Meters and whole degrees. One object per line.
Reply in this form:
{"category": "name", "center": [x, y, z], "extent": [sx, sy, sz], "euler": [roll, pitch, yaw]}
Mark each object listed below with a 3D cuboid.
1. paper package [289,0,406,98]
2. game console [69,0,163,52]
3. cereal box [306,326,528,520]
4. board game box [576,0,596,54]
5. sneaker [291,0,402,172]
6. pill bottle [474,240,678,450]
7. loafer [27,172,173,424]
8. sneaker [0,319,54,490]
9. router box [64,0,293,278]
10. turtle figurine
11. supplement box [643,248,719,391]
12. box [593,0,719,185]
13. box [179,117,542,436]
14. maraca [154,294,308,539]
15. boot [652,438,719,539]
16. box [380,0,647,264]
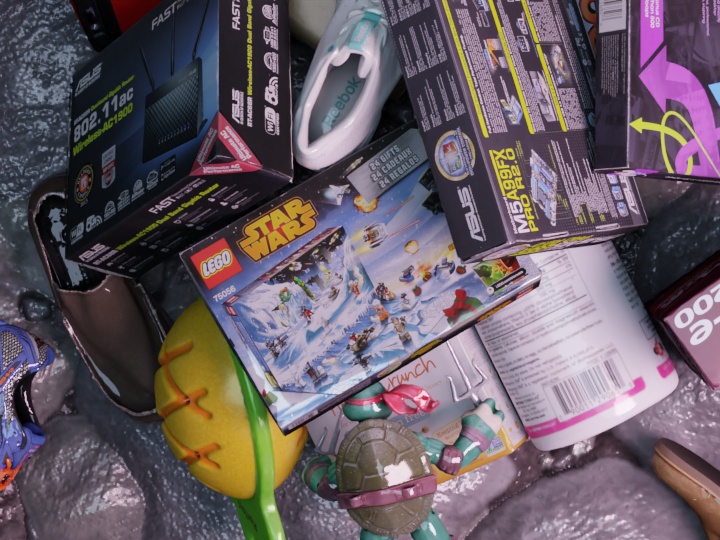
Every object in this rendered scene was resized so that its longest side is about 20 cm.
{"category": "paper package", "center": [-0.003, -0.251, 1.333], "extent": [0.200, 0.103, 0.191], "euler": [37, 95, 2]}
{"category": "game console", "center": [-0.160, -0.247, 1.288], "extent": [0.119, 0.200, 0.173], "euler": [-24, 63, -7]}
{"category": "cereal box", "center": [0.013, 0.061, 1.350], "extent": [0.144, 0.040, 0.200], "euler": [-27, 90, 26]}
{"category": "board game box", "center": [0.198, -0.185, 1.328], "extent": [0.135, 0.034, 0.200], "euler": [-6, 91, -18]}
{"category": "sneaker", "center": [0.008, -0.158, 1.241], "extent": [0.075, 0.088, 0.200], "euler": [22, 93, 5]}
{"category": "pill bottle", "center": [0.131, 0.014, 1.323], "extent": [0.113, 0.113, 0.200], "euler": [-26, 89, 5]}
{"category": "loafer", "center": [-0.192, 0.024, 1.371], "extent": [0.073, 0.071, 0.200], "euler": [-30, 89, 5]}
{"category": "sneaker", "center": [-0.273, 0.132, 1.382], "extent": [0.078, 0.075, 0.200], "euler": [10, 94, 1]}
{"category": "router box", "center": [-0.126, -0.100, 1.287], "extent": [0.062, 0.200, 0.150], "euler": [17, 60, -35]}
{"category": "turtle figurine", "center": [0.021, 0.143, 1.282], "extent": [0.149, 0.101, 0.200], "euler": [-9, 94, 23]}
{"category": "supplement box", "center": [0.254, 0.019, 1.269], "extent": [0.109, 0.200, 0.061], "euler": [-36, 89, 4]}
{"category": "box", "center": [0.237, -0.131, 1.282], "extent": [0.036, 0.200, 0.143], "euler": [-2, 87, 48]}
{"category": "box", "center": [0.000, 0.000, 1.247], "extent": [0.200, 0.040, 0.137], "euler": [-30, 78, -5]}
{"category": "maraca", "center": [-0.086, 0.109, 1.327], "extent": [0.107, 0.137, 0.200], "euler": [-13, 109, -13]}
{"category": "boot", "center": [0.271, 0.204, 1.342], "extent": [0.200, 0.074, 0.075], "euler": [44, 104, 0]}
{"category": "box", "center": [0.099, -0.111, 1.227], "extent": [0.044, 0.160, 0.200], "euler": [-23, 81, 41]}
